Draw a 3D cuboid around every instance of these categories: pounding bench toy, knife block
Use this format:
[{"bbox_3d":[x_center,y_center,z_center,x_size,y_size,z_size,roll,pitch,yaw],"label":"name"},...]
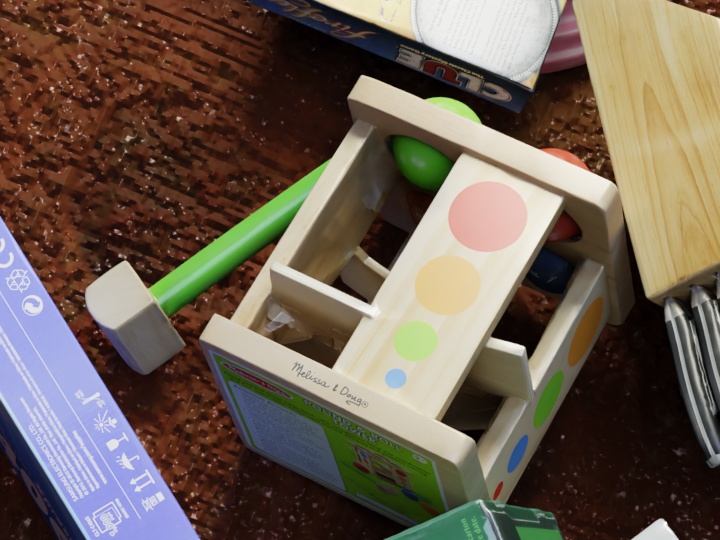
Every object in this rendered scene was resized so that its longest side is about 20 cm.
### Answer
[{"bbox_3d":[0.000,0.000,1.303,0.200,0.124,0.156,25,71,18],"label":"pounding bench toy"},{"bbox_3d":[0.148,-0.014,1.272,0.200,0.064,0.176,25,89,43],"label":"knife block"}]

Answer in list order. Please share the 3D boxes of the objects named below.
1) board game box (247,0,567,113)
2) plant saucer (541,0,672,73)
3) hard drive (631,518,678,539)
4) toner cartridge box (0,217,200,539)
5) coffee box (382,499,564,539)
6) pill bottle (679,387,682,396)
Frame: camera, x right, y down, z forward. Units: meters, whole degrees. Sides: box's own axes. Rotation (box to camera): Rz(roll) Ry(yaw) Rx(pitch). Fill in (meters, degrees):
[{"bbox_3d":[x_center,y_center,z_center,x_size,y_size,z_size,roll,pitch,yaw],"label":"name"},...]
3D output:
[{"bbox_3d":[0.047,-0.188,1.358,0.135,0.035,0.200,22,73,-2],"label":"board game box"},{"bbox_3d":[0.071,-0.193,1.407,0.200,0.051,0.201,2,75,-7],"label":"plant saucer"},{"bbox_3d":[0.079,0.210,1.181,0.200,0.027,0.132,-37,77,-4],"label":"hard drive"},{"bbox_3d":[-0.139,0.052,1.287,0.043,0.095,0.200,-30,81,-15],"label":"toner cartridge box"},{"bbox_3d":[-0.016,0.152,1.227,0.200,0.123,0.044,-24,77,12],"label":"coffee box"},{"bbox_3d":[0.205,-0.032,1.351,0.113,0.113,0.201,7,74,-6],"label":"pill bottle"}]
